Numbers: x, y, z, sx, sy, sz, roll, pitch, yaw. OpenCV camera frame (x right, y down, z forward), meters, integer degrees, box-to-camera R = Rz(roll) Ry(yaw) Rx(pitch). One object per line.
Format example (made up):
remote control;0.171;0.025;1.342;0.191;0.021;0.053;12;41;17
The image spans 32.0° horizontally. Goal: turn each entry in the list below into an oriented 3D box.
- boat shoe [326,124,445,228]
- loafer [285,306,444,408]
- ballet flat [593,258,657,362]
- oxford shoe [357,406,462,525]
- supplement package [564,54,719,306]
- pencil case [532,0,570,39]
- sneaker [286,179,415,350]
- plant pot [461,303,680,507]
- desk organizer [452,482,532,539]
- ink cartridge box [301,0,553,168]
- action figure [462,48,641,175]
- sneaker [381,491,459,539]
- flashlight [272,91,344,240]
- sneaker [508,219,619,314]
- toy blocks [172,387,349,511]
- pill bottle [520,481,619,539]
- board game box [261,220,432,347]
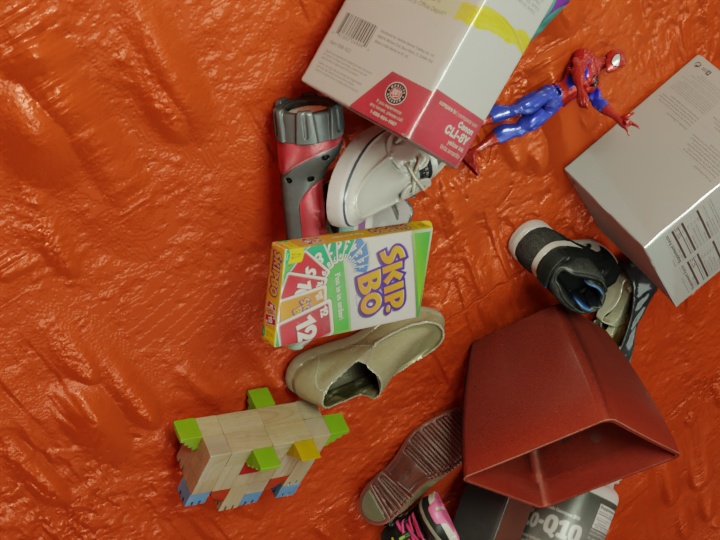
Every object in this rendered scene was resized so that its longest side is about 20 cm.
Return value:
boat shoe;0.041;-0.099;1.173;0.200;0.066;0.072;-42;137;-46
loafer;0.015;0.105;1.419;0.199;0.068;0.076;-23;139;-17
ballet flat;0.323;0.069;1.618;0.073;0.073;0.201;-4;124;-34
oxford shoe;0.079;0.248;1.625;0.200;0.071;0.075;-39;167;0
supplement package;0.370;-0.100;1.421;0.200;0.152;0.151;-40;141;3
pencil case;0.134;-0.245;1.155;0.200;0.085;0.092;-47;167;10
sneaker;0.000;0.000;1.299;0.140;0.078;0.200;2;127;-37
plant pot;0.237;0.157;1.523;0.200;0.177;0.200;-27;147;27
desk organizer;0.176;0.357;1.734;0.077;0.072;0.201;5;107;-50
ink cartridge box;0.064;-0.210;1.059;0.083;0.145;0.200;23;99;-48
action figure;0.204;-0.158;1.289;0.200;0.099;0.065;-35;142;-7
sneaker;0.073;0.348;1.664;0.087;0.074;0.200;-21;165;-11
flashlight;-0.041;-0.062;1.173;0.068;0.068;0.201;-19;117;-26
sneaker;0.263;0.015;1.483;0.200;0.112;0.073;17;118;-45
toy blocks;-0.129;0.214;1.411;0.199;0.100;0.137;-5;142;-34
pill bottle;0.296;0.347;1.780;0.114;0.114;0.201;34;75;-49
board game box;-0.004;0.009;1.186;0.200;0.030;0.096;-11;117;-42
